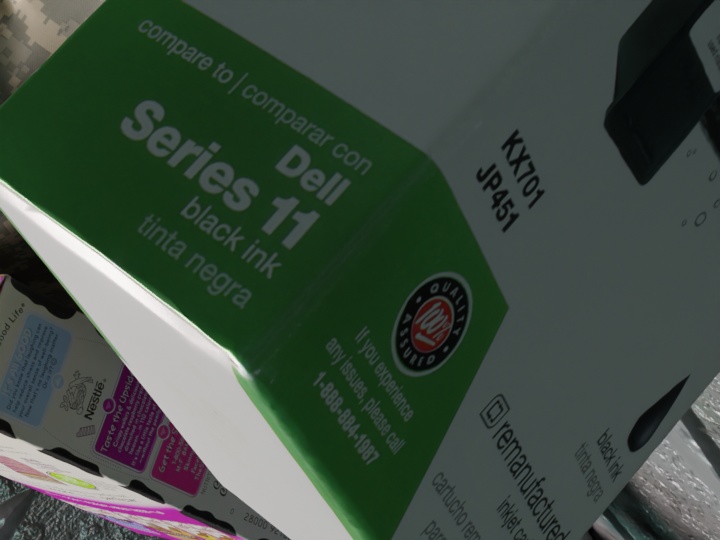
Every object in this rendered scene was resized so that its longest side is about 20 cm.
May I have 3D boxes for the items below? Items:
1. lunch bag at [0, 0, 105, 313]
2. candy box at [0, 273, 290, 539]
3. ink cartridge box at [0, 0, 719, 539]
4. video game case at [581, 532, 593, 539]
[{"bbox_3d":[-0.123,-0.069,0.884,0.118,0.200,0.164,42,169,13],"label":"lunch bag"},{"bbox_3d":[-0.122,0.065,0.865,0.200,0.061,0.136,30,162,-39],"label":"candy box"},{"bbox_3d":[0.040,-0.039,0.405,0.083,0.200,0.147,33,165,33],"label":"ink cartridge box"},{"bbox_3d":[0.078,0.123,1.308,0.182,0.023,0.200,37,165,39],"label":"video game case"}]
